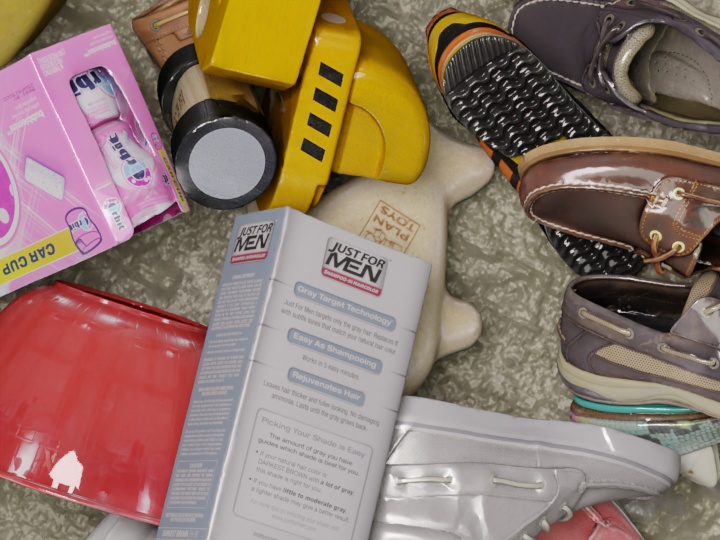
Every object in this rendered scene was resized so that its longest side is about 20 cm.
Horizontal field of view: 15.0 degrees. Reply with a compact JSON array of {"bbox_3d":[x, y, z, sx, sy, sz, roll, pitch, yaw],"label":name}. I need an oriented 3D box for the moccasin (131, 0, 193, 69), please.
[{"bbox_3d":[-0.044,-0.187,1.604,0.201,0.074,0.078,-35,103,12],"label":"moccasin"}]

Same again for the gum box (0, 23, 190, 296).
[{"bbox_3d":[-0.191,-0.053,1.554,0.200,0.066,0.114,-21,95,46],"label":"gum box"}]

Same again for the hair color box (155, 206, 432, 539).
[{"bbox_3d":[-0.037,0.077,1.489,0.099,0.061,0.201,21,76,-29],"label":"hair color box"}]

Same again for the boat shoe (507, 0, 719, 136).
[{"bbox_3d":[0.164,-0.122,1.568,0.199,0.065,0.072,22,111,30],"label":"boat shoe"}]

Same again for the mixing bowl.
[{"bbox_3d":[-0.145,0.070,1.557,0.199,0.200,0.109,17,91,-1],"label":"mixing bowl"}]

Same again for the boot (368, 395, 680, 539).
[{"bbox_3d":[0.088,0.134,1.556,0.199,0.074,0.096,10,75,-18],"label":"boot"}]

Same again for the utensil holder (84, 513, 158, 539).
[{"bbox_3d":[-0.110,0.259,1.586,0.200,0.170,0.170,39,93,-4],"label":"utensil holder"}]

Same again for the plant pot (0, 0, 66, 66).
[{"bbox_3d":[-0.228,-0.228,1.545,0.193,0.196,0.201,14,103,-1],"label":"plant pot"}]

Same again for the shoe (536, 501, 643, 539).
[{"bbox_3d":[0.144,0.183,1.610,0.071,0.091,0.200,-42,93,3],"label":"shoe"}]

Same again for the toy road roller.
[{"bbox_3d":[-0.026,-0.126,1.524,0.145,0.123,0.201,9,113,-14],"label":"toy road roller"}]

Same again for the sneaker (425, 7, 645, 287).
[{"bbox_3d":[0.107,-0.079,1.609,0.070,0.090,0.200,-38,121,6],"label":"sneaker"}]

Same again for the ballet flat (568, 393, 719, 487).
[{"bbox_3d":[0.226,0.088,1.629,0.199,0.069,0.072,-13,111,0],"label":"ballet flat"}]

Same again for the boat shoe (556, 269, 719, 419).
[{"bbox_3d":[0.204,0.038,1.575,0.199,0.075,0.074,1,124,21],"label":"boat shoe"}]

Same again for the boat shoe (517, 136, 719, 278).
[{"bbox_3d":[0.187,-0.030,1.540,0.199,0.070,0.071,4,65,-2],"label":"boat shoe"}]

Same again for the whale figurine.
[{"bbox_3d":[0.000,0.000,1.614,0.159,0.104,0.201,30,69,-3],"label":"whale figurine"}]
